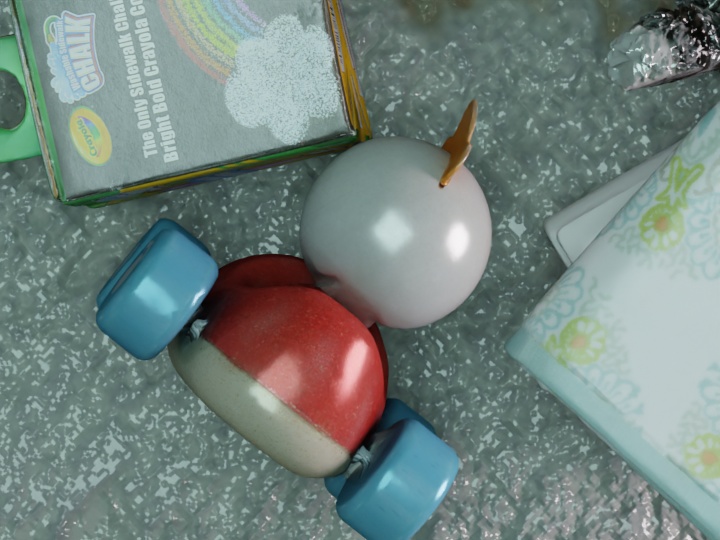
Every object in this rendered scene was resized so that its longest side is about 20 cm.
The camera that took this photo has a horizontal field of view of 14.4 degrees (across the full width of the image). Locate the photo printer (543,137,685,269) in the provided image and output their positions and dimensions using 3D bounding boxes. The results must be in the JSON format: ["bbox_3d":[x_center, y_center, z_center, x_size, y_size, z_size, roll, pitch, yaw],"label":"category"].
[{"bbox_3d":[0.218,-0.003,1.448,0.200,0.069,0.167,-29,88,3],"label":"photo printer"}]

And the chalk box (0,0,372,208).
[{"bbox_3d":[-0.106,-0.102,1.444,0.199,0.124,0.125,-12,90,4],"label":"chalk box"}]

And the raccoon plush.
[{"bbox_3d":[0.186,-0.172,1.404,0.097,0.200,0.134,-18,88,36],"label":"raccoon plush"}]

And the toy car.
[{"bbox_3d":[0.000,0.000,1.410,0.184,0.177,0.200,39,90,-7],"label":"toy car"}]

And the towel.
[{"bbox_3d":[0.197,0.042,1.393,0.200,0.048,0.171,42,91,0],"label":"towel"}]
